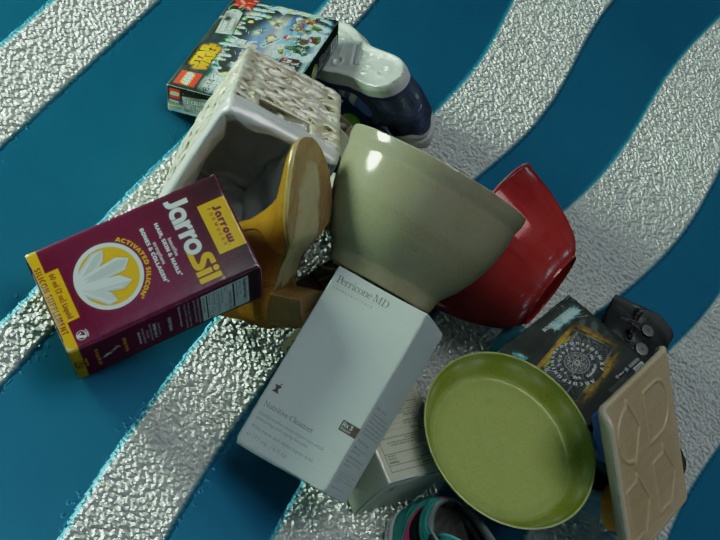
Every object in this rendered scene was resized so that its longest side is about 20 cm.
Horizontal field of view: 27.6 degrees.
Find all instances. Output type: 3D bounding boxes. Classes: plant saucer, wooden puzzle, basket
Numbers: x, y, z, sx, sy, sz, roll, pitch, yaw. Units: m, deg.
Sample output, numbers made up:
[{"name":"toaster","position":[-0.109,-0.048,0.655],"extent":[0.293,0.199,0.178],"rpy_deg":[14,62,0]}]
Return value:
[{"name":"plant saucer","position":[0.149,0.179,1.517],"extent":[0.199,0.031,0.201],"rpy_deg":[14,54,-19]},{"name":"wooden puzzle","position":[0.296,0.200,1.588],"extent":[0.200,0.046,0.186],"rpy_deg":[-34,118,-55]},{"name":"basket","position":[-0.119,-0.117,1.554],"extent":[0.135,0.200,0.124],"rpy_deg":[26,41,-18]}]

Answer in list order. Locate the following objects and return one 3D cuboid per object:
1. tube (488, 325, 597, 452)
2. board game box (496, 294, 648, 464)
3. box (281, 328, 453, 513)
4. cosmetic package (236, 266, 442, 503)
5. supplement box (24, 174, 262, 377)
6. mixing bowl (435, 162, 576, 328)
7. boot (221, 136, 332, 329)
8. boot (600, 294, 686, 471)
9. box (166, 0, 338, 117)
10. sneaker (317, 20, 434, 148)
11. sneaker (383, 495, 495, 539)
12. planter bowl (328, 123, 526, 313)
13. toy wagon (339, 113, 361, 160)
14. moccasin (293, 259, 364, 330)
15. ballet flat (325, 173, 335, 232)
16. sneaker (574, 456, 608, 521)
[{"name":"tube","position":[0.233,0.140,1.675],"extent":[0.077,0.051,0.200],"rpy_deg":[-24,59,-43]},{"name":"board game box","position":[0.218,0.122,1.637],"extent":[0.200,0.028,0.135],"rpy_deg":[-33,64,-33]},{"name":"box","position":[0.006,0.141,1.531],"extent":[0.095,0.078,0.201],"rpy_deg":[-6,63,-38]},{"name":"cosmetic package","position":[-0.018,0.112,1.441],"extent":[0.112,0.081,0.201],"rpy_deg":[26,83,21]},{"name":"supplement box","position":[-0.206,0.005,1.416],"extent":[0.199,0.086,0.111],"rpy_deg":[-25,73,-11]},{"name":"mixing bowl","position":[0.172,-0.008,1.659],"extent":[0.108,0.201,0.200],"rpy_deg":[38,43,13]},{"name":"boot","position":[-0.102,-0.040,1.489],"extent":[0.071,0.143,0.203],"rpy_deg":[-13,108,-49]},{"name":"boot","position":[0.344,0.141,1.787],"extent":[0.165,0.066,0.200],"rpy_deg":[39,40,-7]},{"name":"box","position":[-0.122,-0.240,1.708],"extent":[0.136,0.040,0.200],"rpy_deg":[15,44,12]},{"name":"sneaker","position":[0.011,-0.215,1.811],"extent":[0.081,0.147,0.200],"rpy_deg":[-44,46,-14]},{"name":"sneaker","position":[0.085,0.307,1.435],"extent":[0.083,0.121,0.201],"rpy_deg":[11,53,-28]},{"name":"planter bowl","position":[0.048,-0.041,1.489],"extent":[0.200,0.200,0.135],"rpy_deg":[30,89,-13]},{"name":"toy wagon","position":[0.010,-0.127,1.707],"extent":[0.200,0.040,0.155],"rpy_deg":[46,10,5]},{"name":"moccasin","position":[0.001,0.001,1.594],"extent":[0.200,0.078,0.074],"rpy_deg":[-23,57,-13]},{"name":"ballet flat","position":[-0.003,-0.063,1.666],"extent":[0.199,0.063,0.069],"rpy_deg":[27,47,-4]},{"name":"sneaker","position":[0.210,0.206,1.624],"extent":[0.199,0.082,0.074],"rpy_deg":[25,47,-18]}]
